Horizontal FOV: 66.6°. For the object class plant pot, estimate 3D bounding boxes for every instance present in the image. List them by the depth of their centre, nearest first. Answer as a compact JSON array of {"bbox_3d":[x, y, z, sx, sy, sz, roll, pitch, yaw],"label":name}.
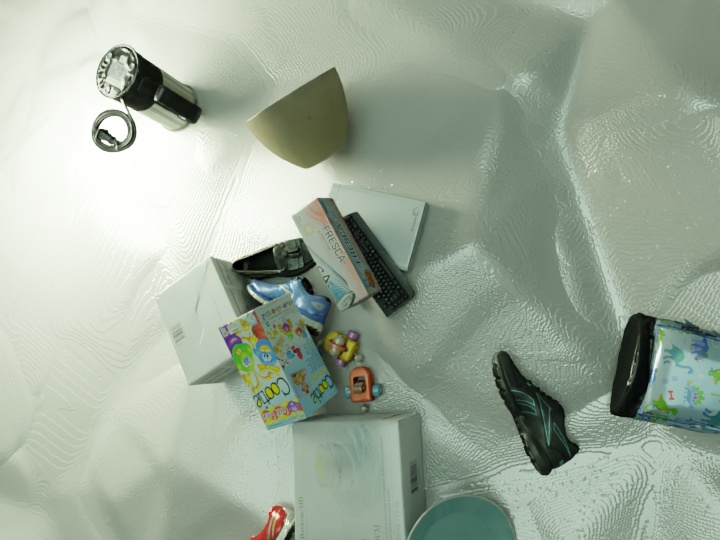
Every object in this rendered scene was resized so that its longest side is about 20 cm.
[{"bbox_3d":[-0.100,-0.277,1.053,0.199,0.201,0.135,-27,108,17],"label":"plant pot"}]

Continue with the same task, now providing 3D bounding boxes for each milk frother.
[{"bbox_3d":[-0.473,-0.344,1.199,0.200,0.188,0.181,-47,67,10],"label":"milk frother"}]

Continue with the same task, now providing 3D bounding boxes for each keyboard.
[{"bbox_3d":[0.000,0.000,1.023,0.127,0.021,0.201,-40,78,25],"label":"keyboard"}]

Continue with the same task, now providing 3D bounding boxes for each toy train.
[{"bbox_3d":[-0.061,0.187,1.021,0.199,0.056,0.151,-4,80,22],"label":"toy train"}]

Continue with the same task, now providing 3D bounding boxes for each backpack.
[{"bbox_3d":[0.478,0.155,0.768,0.199,0.154,0.164,17,82,11],"label":"backpack"}]

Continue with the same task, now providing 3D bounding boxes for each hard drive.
[{"bbox_3d":[0.019,-0.084,1.044,0.199,0.027,0.133,15,88,23],"label":"hard drive"}]

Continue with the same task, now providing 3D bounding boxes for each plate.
[{"bbox_3d":[0.154,0.449,0.861,0.199,0.026,0.202,0,89,-17],"label":"plate"}]

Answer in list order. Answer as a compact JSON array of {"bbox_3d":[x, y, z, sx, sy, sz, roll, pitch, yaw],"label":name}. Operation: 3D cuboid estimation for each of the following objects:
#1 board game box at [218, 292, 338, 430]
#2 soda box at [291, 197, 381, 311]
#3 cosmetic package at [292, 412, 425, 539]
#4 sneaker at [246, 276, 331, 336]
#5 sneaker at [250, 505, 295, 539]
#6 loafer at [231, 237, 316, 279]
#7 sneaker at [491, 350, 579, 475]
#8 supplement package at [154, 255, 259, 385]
[{"bbox_3d":[-0.145,0.160,0.971,0.103,0.105,0.201,-26,90,33],"label":"board game box"},{"bbox_3d":[-0.044,-0.032,0.995,0.068,0.063,0.201,-32,82,25],"label":"soda box"},{"bbox_3d":[-0.003,0.352,0.937,0.199,0.123,0.201,-7,79,23],"label":"cosmetic package"},{"bbox_3d":[-0.137,0.054,1.071,0.199,0.079,0.089,21,68,29],"label":"sneaker"},{"bbox_3d":[-0.177,0.533,1.017,0.085,0.077,0.201,24,85,35],"label":"sneaker"},{"bbox_3d":[-0.166,-0.019,1.080,0.199,0.063,0.072,-15,81,28],"label":"loafer"},{"bbox_3d":[0.275,0.218,0.878,0.079,0.075,0.201,-24,80,3],"label":"sneaker"},{"bbox_3d":[-0.289,0.103,1.097,0.155,0.111,0.201,-33,71,14],"label":"supplement package"}]
